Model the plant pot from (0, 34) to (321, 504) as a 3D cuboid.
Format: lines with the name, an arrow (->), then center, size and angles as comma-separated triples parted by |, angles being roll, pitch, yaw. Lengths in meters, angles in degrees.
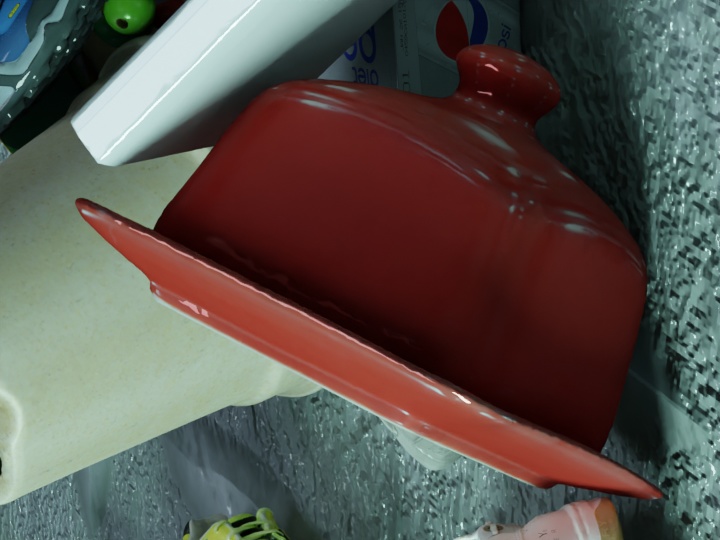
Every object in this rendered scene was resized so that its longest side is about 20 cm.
plant pot -> -0.136, 0.013, 1.238 | 0.200, 0.183, 0.201 | 36, 142, 34

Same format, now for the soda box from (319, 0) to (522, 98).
soda box -> -0.005, -0.112, 1.120 | 0.200, 0.063, 0.069 | 17, 114, 61

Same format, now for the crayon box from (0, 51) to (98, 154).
crayon box -> -0.197, -0.147, 1.417 | 0.200, 0.058, 0.173 | 64, -176, 29

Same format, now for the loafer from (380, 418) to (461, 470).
loafer -> 0.000, 0.000, 1.147 | 0.200, 0.070, 0.070 | 62, 141, 31

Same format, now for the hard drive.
hard drive -> -0.007, -0.117, 0.951 | 0.200, 0.132, 0.027 | -43, 79, 24

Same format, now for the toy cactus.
toy cactus -> -0.132, -0.164, 1.358 | 0.200, 0.102, 0.165 | 46, 158, 45

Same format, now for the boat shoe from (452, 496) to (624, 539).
boat shoe -> 0.055, 0.136, 1.051 | 0.200, 0.069, 0.071 | 111, 152, -68

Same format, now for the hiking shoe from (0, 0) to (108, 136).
hiking shoe -> -0.202, -0.100, 1.254 | 0.087, 0.074, 0.200 | 42, 111, -4

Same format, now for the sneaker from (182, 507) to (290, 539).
sneaker -> -0.055, 0.165, 1.316 | 0.200, 0.075, 0.077 | -13, 90, 63

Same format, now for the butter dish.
butter dish -> 0.030, -0.016, 0.975 | 0.200, 0.199, 0.148 | 25, 88, 31
